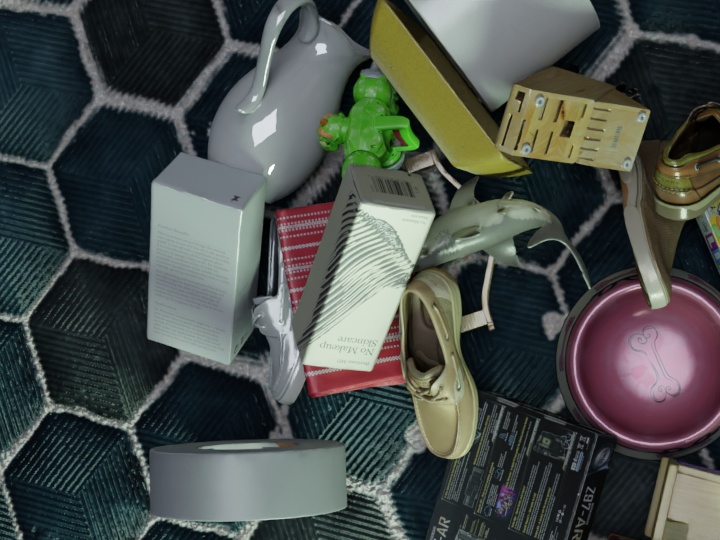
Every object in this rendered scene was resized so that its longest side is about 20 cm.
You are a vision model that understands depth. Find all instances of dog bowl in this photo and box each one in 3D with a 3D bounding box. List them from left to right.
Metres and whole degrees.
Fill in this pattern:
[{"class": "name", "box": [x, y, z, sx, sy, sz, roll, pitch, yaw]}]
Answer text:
[{"class": "dog bowl", "box": [0.295, 0.093, 1.331, 0.199, 0.074, 0.202, -1, 87, 11]}]

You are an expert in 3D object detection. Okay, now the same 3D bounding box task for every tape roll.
[{"class": "tape roll", "box": [-0.114, 0.210, 1.341, 0.199, 0.200, 0.067, -3, 86, 11]}, {"class": "tape roll", "box": [0.125, -0.278, 1.317, 0.139, 0.203, 0.203, -37, 81, 8]}]

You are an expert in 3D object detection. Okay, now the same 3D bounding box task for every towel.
[{"class": "towel", "box": [-0.006, 0.026, 1.386, 0.144, 0.022, 0.201, -9, 85, -22]}]

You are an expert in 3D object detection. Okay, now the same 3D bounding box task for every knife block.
[{"class": "knife block", "box": [0.191, -0.160, 1.291, 0.199, 0.176, 0.064, 5, 112, -26]}]

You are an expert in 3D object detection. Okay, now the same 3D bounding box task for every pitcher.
[{"class": "pitcher", "box": [-0.084, -0.181, 1.369, 0.121, 0.171, 0.201, 35, 94, 29]}]

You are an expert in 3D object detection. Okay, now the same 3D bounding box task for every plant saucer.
[{"class": "plant saucer", "box": [0.083, -0.168, 1.322, 0.048, 0.200, 0.200, -37, 81, 12]}]

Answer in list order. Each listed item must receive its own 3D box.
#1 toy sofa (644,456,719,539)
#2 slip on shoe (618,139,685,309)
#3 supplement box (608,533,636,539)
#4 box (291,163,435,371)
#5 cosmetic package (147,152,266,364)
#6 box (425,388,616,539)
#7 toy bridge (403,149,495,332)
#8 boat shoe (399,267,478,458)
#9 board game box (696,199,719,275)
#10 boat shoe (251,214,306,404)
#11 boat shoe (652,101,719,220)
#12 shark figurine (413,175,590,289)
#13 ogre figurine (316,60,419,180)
[{"class": "toy sofa", "box": [0.385, 0.246, 1.292, 0.199, 0.098, 0.083, 13, 91, 12]}, {"class": "slip on shoe", "box": [0.292, -0.052, 1.301, 0.060, 0.076, 0.201, -12, 45, 13]}, {"class": "supplement box", "box": [0.287, 0.327, 1.257, 0.130, 0.200, 0.104, 14, 90, 10]}, {"class": "box", "box": [0.000, 0.000, 1.280, 0.082, 0.069, 0.201, 6, 126, -19]}, {"class": "cosmetic package", "box": [-0.162, -0.011, 1.377, 0.101, 0.071, 0.201, 17, 127, 11]}, {"class": "box", "box": [0.155, 0.237, 1.331, 0.160, 0.043, 0.201, 16, 90, 40]}, {"class": "toy bridge", "box": [0.108, -0.033, 1.397, 0.067, 0.027, 0.201, -19, 84, 8]}, {"class": "boat shoe", "box": [0.068, 0.101, 1.319, 0.071, 0.064, 0.201, -1, 107, 31]}, {"class": "board game box", "box": [0.423, -0.020, 1.316, 0.134, 0.034, 0.201, -22, 83, -4]}, {"class": "boat shoe", "box": [-0.082, 0.038, 1.397, 0.068, 0.072, 0.201, 10, 89, -20]}, {"class": "boat shoe", "box": [0.350, -0.128, 1.279, 0.072, 0.200, 0.068, 17, 135, 33]}, {"class": "shark figurine", "box": [0.150, -0.031, 1.329, 0.214, 0.128, 0.090, -3, 131, 43]}, {"class": "ogre figurine", "box": [0.012, -0.124, 1.340, 0.098, 0.120, 0.201, 21, 69, 16]}]
